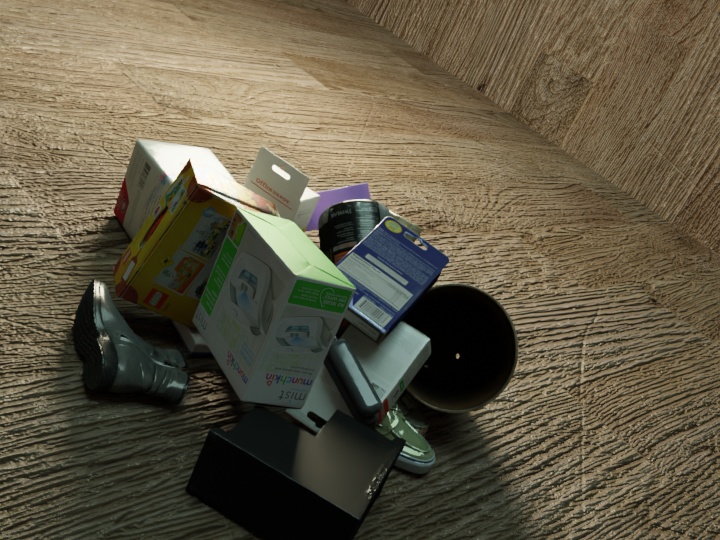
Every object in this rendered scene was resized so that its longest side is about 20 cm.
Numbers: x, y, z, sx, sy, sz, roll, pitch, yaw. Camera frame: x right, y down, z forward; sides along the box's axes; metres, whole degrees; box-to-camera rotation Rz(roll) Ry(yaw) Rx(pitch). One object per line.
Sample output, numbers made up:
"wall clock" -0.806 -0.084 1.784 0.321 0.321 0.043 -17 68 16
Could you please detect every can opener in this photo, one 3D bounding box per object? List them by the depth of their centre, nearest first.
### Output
"can opener" -0.044 0.123 1.242 0.066 0.054 0.201 -16 54 -23

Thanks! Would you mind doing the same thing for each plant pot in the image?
"plant pot" 0.135 0.124 1.447 0.186 0.188 0.200 27 -7 2

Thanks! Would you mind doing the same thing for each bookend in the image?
"bookend" -0.072 0.237 1.133 0.199 0.093 0.199 28 23 8

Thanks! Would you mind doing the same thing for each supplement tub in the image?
"supplement tub" 0.000 0.000 1.464 0.122 0.122 0.201 10 62 -32

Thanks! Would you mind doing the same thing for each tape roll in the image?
"tape roll" -0.078 -0.112 1.709 0.199 0.066 0.200 -11 6 1

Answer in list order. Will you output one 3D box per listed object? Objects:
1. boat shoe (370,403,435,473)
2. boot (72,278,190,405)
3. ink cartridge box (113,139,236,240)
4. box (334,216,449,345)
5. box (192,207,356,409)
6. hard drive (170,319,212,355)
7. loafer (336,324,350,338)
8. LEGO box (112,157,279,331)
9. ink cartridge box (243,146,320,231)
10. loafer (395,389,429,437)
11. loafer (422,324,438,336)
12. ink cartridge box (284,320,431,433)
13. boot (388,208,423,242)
"boat shoe" 0.025 0.209 1.315 0.199 0.062 0.072 34 26 16
"boot" -0.302 0.100 1.230 0.131 0.070 0.201 17 32 -34
"ink cartridge box" -0.285 -0.096 1.514 0.144 0.146 0.200 3 34 -41
"box" 0.033 0.009 1.324 0.121 0.032 0.200 36 47 12
"box" -0.115 0.046 1.182 0.096 0.177 0.200 14 20 -35
"hard drive" -0.187 0.081 1.406 0.199 0.025 0.132 6 31 -38
"loafer" -0.086 0.128 1.336 0.199 0.072 0.063 -13 77 -28
"LEGO box" -0.223 -0.029 1.281 0.148 0.200 0.077 28 20 -33
"ink cartridge box" -0.148 -0.103 1.594 0.117 0.201 0.067 35 26 19
"loafer" 0.026 0.172 1.390 0.200 0.063 0.072 37 27 23
"loafer" 0.079 0.062 1.577 0.201 0.073 0.071 62 7 -19
"ink cartridge box" -0.001 0.152 1.287 0.109 0.050 0.200 30 67 21
"boot" 0.066 -0.012 1.672 0.200 0.155 0.072 41 5 32
